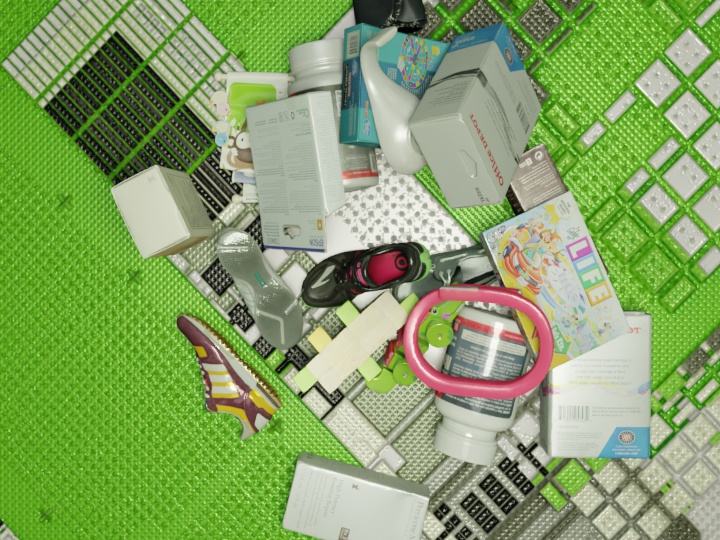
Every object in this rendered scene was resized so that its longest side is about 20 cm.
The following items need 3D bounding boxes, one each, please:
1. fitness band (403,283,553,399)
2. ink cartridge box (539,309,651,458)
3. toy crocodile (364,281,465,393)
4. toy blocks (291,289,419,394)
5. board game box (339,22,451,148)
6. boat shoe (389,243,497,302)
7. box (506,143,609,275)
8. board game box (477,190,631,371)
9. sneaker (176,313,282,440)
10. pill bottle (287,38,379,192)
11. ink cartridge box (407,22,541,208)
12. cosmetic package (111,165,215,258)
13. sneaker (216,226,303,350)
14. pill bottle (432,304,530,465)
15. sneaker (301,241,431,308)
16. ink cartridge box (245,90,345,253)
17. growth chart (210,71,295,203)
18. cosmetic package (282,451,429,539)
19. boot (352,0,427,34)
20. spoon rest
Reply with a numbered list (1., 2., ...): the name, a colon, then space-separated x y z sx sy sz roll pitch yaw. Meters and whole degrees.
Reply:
1. fitness band: 0.153 0.092 1.253 0.196 0.037 0.147 5 101 13
2. ink cartridge box: 0.330 0.156 1.358 0.141 0.085 0.204 1 93 1
3. toy crocodile: 0.078 0.095 1.349 0.061 0.068 0.201 32 115 -16
4. toy blocks: -0.010 0.101 1.347 0.200 0.137 0.100 -42 90 -8
5. board game box: 0.066 -0.241 1.318 0.197 0.047 0.154 3 90 -36
6. boat shoe: 0.135 0.005 1.370 0.196 0.062 0.074 -18 93 3
7. box: 0.265 -0.069 1.346 0.074 0.100 0.202 -29 90 2
8. board game box: 0.256 0.015 1.274 0.133 0.034 0.203 -25 90 -4
9. sneaker: -0.207 0.152 1.379 0.200 0.075 0.090 45 87 1
10. pill bottle: -0.042 -0.211 1.343 0.112 0.114 0.204 -9 91 2
11. ink cartridge box: 0.156 -0.204 1.274 0.083 0.202 0.146 -5 132 35
12. cosmetic package: -0.264 -0.078 1.310 0.070 0.200 0.107 -25 90 2
13. sneaker: -0.142 0.020 1.380 0.070 0.080 0.203 -29 110 -5
14. pill bottle: 0.168 0.160 1.345 0.117 0.120 0.204 15 92 1
15. sneaker: 0.000 0.000 1.353 0.197 0.084 0.078 -20 81 17
16. ink cartridge box: -0.087 -0.129 1.291 0.040 0.198 0.204 -10 99 -30
17. growth chart: -0.145 -0.193 1.395 0.142 0.018 0.204 -6 91 3
18. cosmetic package: -0.005 0.339 1.380 0.196 0.074 0.104 14 93 2
19. boot: -0.010 -0.407 1.354 0.196 0.076 0.172 -7 88 -4
20. spoon rest: 0.048 -0.219 1.251 0.099 0.060 0.202 -42 128 -28
